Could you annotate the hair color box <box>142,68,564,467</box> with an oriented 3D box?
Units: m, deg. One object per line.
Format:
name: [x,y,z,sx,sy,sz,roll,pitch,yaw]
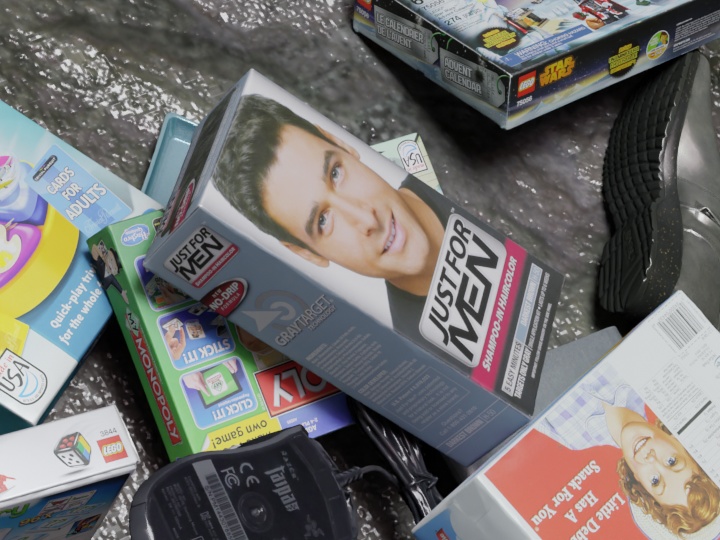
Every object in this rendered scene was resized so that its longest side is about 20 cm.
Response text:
hair color box: [0.000,0.000,1.200,0.199,0.061,0.099,32,46,-16]

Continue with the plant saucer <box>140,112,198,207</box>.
plant saucer: [-0.024,-0.019,1.315,0.199,0.019,0.070,21,55,-9]

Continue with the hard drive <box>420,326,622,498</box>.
hard drive: [0.128,0.139,1.275,0.139,0.033,0.201,-19,70,-31]

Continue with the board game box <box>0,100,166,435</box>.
board game box: [-0.214,-0.020,1.216,0.199,0.047,0.151,33,53,-2]

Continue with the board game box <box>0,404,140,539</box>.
board game box: [-0.208,0.124,1.082,0.199,0.126,0.035,-14,67,-30]

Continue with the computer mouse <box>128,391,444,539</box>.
computer mouse: [-0.027,0.140,1.163,0.199,0.046,0.141,-24,83,-46]

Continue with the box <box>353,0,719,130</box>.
box: [0.114,-0.158,1.409,0.199,0.040,0.137,-25,44,-33]

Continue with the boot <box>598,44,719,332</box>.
boot: [0.208,-0.026,1.403,0.130,0.068,0.201,27,53,-21]

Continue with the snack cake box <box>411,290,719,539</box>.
snack cake box: [0.133,0.111,1.218,0.115,0.067,0.200,49,47,5]

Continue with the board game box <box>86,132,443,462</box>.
board game box: [-0.029,0.017,1.244,0.199,0.029,0.135,-19,84,-34]
